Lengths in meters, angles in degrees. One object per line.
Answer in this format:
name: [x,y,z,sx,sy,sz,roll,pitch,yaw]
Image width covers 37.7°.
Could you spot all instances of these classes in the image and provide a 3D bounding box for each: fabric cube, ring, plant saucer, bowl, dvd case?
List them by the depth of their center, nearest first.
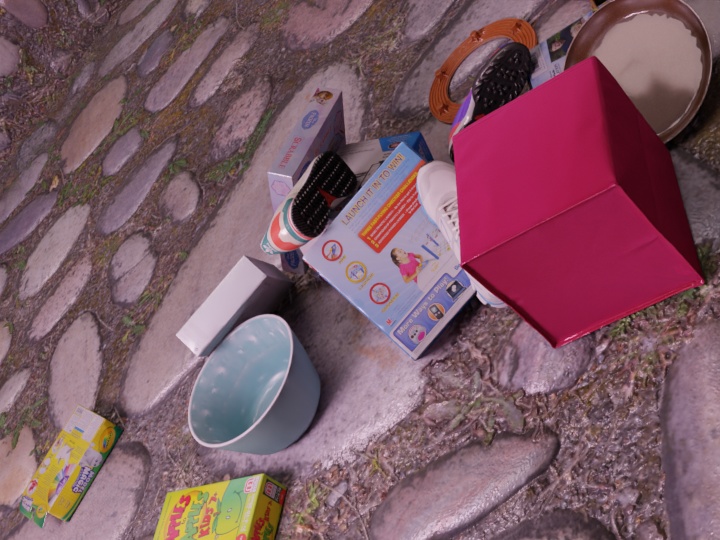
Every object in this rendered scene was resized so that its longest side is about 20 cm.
fabric cube: [0.237,-0.070,1.175,0.196,0.200,0.200,-28,42,28]
plant saucer: [0.341,-0.240,1.298,0.199,0.032,0.202,-5,83,41]
dvd case: [0.307,-0.263,1.364,0.200,0.017,0.143,-28,69,37]
bowl: [-0.132,0.173,1.452,0.200,0.105,0.202,-30,38,27]
ring: [0.182,-0.310,1.620,0.200,0.019,0.201,-31,39,28]

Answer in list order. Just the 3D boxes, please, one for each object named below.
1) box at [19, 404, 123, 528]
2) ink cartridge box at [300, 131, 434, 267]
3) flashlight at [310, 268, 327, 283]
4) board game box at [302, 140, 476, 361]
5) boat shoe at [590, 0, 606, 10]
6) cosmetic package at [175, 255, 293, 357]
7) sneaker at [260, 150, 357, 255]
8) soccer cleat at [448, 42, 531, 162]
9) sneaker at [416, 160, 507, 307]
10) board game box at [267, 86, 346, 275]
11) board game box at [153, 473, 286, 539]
box: [-0.488,0.332,1.766,0.117,0.048,0.201,11,65,52]
ink cartridge box: [0.008,-0.100,1.502,0.145,0.085,0.200,-6,36,31]
flashlight: [0.000,0.000,1.497,0.068,0.068,0.200,-55,33,-12]
board game box: [0.064,-0.024,1.344,0.200,0.196,0.056,-48,-9,3]
boat shoe: [0.362,-0.327,1.378,0.076,0.074,0.200,-49,34,2]
cosmetic package: [-0.181,0.055,1.564,0.151,0.052,0.200,-47,-8,2]
sneaker: [-0.075,-0.087,1.400,0.093,0.070,0.200,-31,17,33]
soccer cleat: [0.173,-0.240,1.468,0.073,0.068,0.201,-94,22,-48]
sneaker: [0.131,-0.050,1.266,0.075,0.201,0.087,-33,-8,6]
board game box: [-0.072,-0.133,1.570,0.041,0.200,0.201,13,49,15]
board game box: [-0.195,0.341,1.417,0.199,0.048,0.102,-19,46,38]
